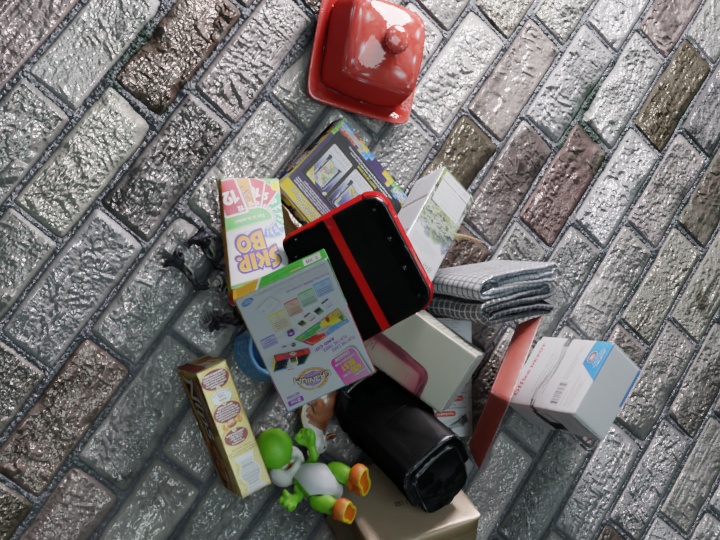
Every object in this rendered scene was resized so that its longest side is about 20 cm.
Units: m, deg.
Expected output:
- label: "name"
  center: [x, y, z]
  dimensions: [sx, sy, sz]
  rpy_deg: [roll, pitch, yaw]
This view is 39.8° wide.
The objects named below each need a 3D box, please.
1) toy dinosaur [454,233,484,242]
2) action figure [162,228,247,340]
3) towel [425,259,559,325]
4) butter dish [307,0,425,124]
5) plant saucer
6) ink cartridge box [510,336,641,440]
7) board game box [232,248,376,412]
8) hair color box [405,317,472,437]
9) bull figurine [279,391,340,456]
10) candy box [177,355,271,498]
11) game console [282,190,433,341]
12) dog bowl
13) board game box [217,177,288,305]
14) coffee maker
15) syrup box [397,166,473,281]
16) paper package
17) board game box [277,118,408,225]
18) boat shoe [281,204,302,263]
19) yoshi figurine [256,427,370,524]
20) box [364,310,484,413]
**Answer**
- label: "toy dinosaur"
  center: [0.114, -0.034, 1.710]
  dimensions: [0.199, 0.060, 0.107]
  rpy_deg: [-41, 133, -16]
- label: "action figure"
  center: [-0.202, 0.032, 1.528]
  dimensions: [0.200, 0.102, 0.119]
  rpy_deg: [45, 69, -1]
- label: "towel"
  center: [0.214, 0.037, 1.670]
  dimensions: [0.197, 0.164, 0.087]
  rpy_deg: [-10, 99, -36]
- label: "butter dish"
  center: [0.033, -0.363, 1.620]
  dimensions: [0.197, 0.147, 0.203]
  rpy_deg: [12, 83, -24]
- label: "plant saucer"
  center: [0.237, 0.199, 1.665]
  dimensions: [0.036, 0.201, 0.201]
  rpy_deg: [21, 48, 9]
- label: "ink cartridge box"
  center: [0.367, 0.202, 1.733]
  dimensions: [0.083, 0.199, 0.146]
  rpy_deg: [40, 73, -20]
- label: "board game box"
  center: [-0.082, 0.091, 1.470]
  dimensions: [0.151, 0.040, 0.203]
  rpy_deg: [-23, 112, -2]
- label: "hair color box"
  center: [0.131, 0.182, 1.698]
  dimensions: [0.109, 0.064, 0.204]
  rpy_deg: [1, 87, -25]
- label: "bull figurine"
  center: [-0.065, 0.195, 1.594]
  dimensions: [0.122, 0.064, 0.203]
  rpy_deg: [50, 56, -55]
- label: "candy box"
  center: [-0.208, 0.234, 1.509]
  dimensions: [0.055, 0.115, 0.203]
  rpy_deg: [-22, 98, -24]
- label: "game console"
  center: [0.000, 0.000, 1.504]
  dimensions: [0.175, 0.031, 0.202]
  rpy_deg: [-27, 100, 9]
- label: "dog bowl"
  center: [-0.125, 0.082, 1.588]
  dimensions: [0.110, 0.049, 0.203]
  rpy_deg: [28, 78, -22]
- label: "board game box"
  center: [-0.161, -0.045, 1.505]
  dimensions: [0.094, 0.030, 0.204]
  rpy_deg: [0, 70, -21]
- label: "coffee maker"
  center: [0.055, 0.258, 1.540]
  dimensions: [0.191, 0.199, 0.136]
  rpy_deg: [34, 92, -45]
- label: "syrup box"
  center: [0.100, -0.064, 1.604]
  dimensions: [0.079, 0.081, 0.201]
  rpy_deg: [43, 55, -19]
- label: "paper package"
  center: [0.063, 0.396, 1.587]
  dimensions: [0.197, 0.191, 0.105]
  rpy_deg: [-11, 123, -23]
- label: "board game box"
  center: [-0.028, -0.118, 1.636]
  dimensions: [0.165, 0.057, 0.201]
  rpy_deg: [-46, 108, -17]
- label: "boat shoe"
  center: [-0.118, -0.050, 1.572]
  dimensions: [0.198, 0.065, 0.073]
  rpy_deg: [30, 65, 7]
- label: "yoshi figurine"
  center: [-0.090, 0.303, 1.518]
  dimensions: [0.112, 0.197, 0.114]
  rpy_deg: [-19, 123, -56]
- label: "box"
  center: [0.085, 0.122, 1.588]
  dimensions: [0.199, 0.128, 0.110]
  rpy_deg: [36, 95, 12]
